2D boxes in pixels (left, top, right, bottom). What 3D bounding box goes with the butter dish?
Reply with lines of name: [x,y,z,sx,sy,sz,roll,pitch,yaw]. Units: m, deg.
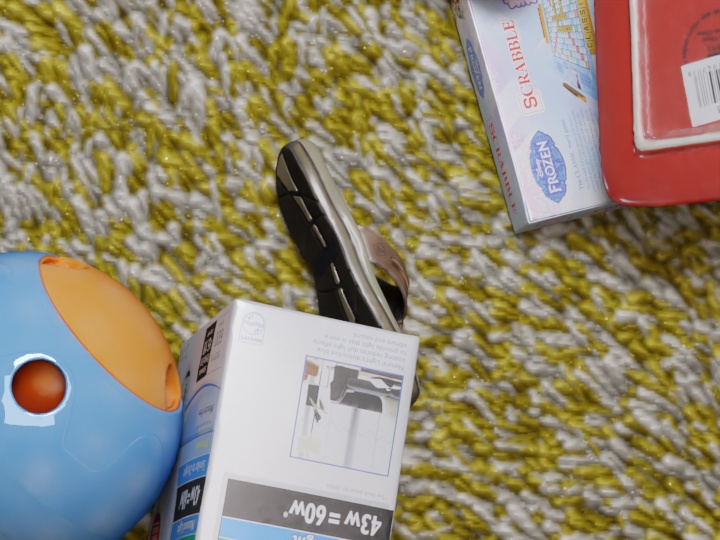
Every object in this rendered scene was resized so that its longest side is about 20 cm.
butter dish: [0.275,-0.138,1.587,0.199,0.148,0.200,-7,77,28]

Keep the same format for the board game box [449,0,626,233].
board game box: [0.180,-0.146,1.656,0.199,0.041,0.201,-13,82,-15]

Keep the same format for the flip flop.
flip flop: [0.000,0.000,1.577,0.057,0.081,0.201,-17,77,-29]

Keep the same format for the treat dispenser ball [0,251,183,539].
treat dispenser ball: [-0.211,0.088,1.442,0.200,0.201,0.202,2,78,-12]

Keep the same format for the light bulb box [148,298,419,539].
light bulb box: [-0.057,0.141,1.464,0.124,0.198,0.201,12,76,-12]
